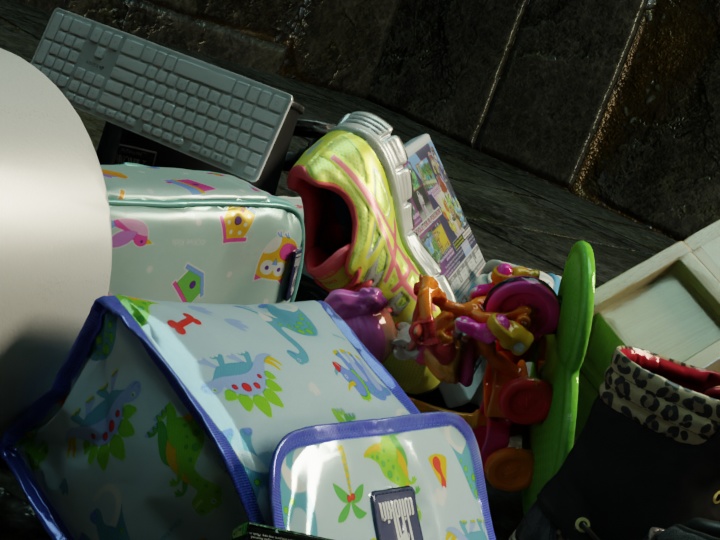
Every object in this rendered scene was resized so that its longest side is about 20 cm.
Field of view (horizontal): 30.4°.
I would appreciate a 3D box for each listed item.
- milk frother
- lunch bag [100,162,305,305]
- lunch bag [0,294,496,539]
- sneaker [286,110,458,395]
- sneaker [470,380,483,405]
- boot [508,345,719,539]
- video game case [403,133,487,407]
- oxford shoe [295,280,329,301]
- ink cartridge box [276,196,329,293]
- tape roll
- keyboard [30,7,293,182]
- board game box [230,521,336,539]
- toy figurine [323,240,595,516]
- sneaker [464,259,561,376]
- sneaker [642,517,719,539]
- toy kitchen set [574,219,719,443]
[{"bbox_3d":[-0.090,-0.029,0.924,0.200,0.188,0.180,14,2,-23],"label":"milk frother"},{"bbox_3d":[-0.122,0.025,0.727,0.200,0.161,0.077,0,18,-45],"label":"lunch bag"},{"bbox_3d":[-0.032,0.108,0.601,0.200,0.127,0.170,50,25,26],"label":"lunch bag"},{"bbox_3d":[0.000,0.000,0.895,0.078,0.200,0.090,-8,18,44],"label":"sneaker"},{"bbox_3d":[0.165,0.107,1.065,0.200,0.081,0.076,3,23,17],"label":"sneaker"},{"bbox_3d":[0.195,0.140,0.738,0.200,0.151,0.073,22,13,4],"label":"boot"},{"bbox_3d":[0.060,-0.007,1.037,0.023,0.182,0.200,-22,7,20],"label":"video game case"},{"bbox_3d":[-0.021,0.053,0.982,0.084,0.073,0.200,25,12,-23],"label":"oxford shoe"},{"bbox_3d":[-0.003,0.009,1.180,0.200,0.083,0.146,26,13,25],"label":"ink cartridge box"},{"bbox_3d":[-0.231,-0.011,0.587,0.203,0.203,0.139,26,12,26],"label":"tape roll"},{"bbox_3d":[-0.130,-0.112,0.823,0.200,0.056,0.011,24,6,28],"label":"keyboard"},{"bbox_3d":[0.039,0.165,0.504,0.200,0.105,0.023,16,-27,-22],"label":"board game box"},{"bbox_3d":[0.035,0.062,0.821,0.184,0.200,0.150,7,34,-2],"label":"toy figurine"},{"bbox_3d":[0.119,0.042,0.998,0.087,0.075,0.200,26,14,-7],"label":"sneaker"},{"bbox_3d":[0.205,0.189,0.628,0.200,0.112,0.073,29,15,38],"label":"sneaker"},{"bbox_3d":[0.248,0.088,0.862,0.163,0.180,0.200,54,-17,27],"label":"toy kitchen set"}]
